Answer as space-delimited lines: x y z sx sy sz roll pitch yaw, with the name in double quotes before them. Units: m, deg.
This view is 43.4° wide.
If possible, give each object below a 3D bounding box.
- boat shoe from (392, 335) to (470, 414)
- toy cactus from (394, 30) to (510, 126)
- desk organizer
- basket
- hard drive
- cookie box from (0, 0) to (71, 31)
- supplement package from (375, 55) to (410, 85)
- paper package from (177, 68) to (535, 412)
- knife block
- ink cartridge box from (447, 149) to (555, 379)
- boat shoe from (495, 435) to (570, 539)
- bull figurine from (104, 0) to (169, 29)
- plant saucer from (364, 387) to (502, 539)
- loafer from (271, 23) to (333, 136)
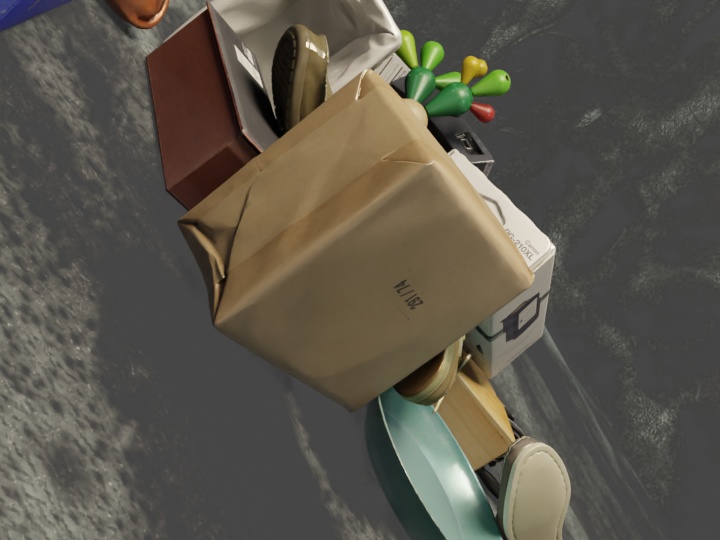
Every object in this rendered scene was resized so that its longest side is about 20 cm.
"boat shoe" 0.067 0.069 0.815 0.063 0.073 0.201 50 17 -15
"toy cactus" 0.054 -0.178 0.962 0.103 0.197 0.167 91 15 -53
"desk organizer" -0.120 -0.127 0.744 0.072 0.076 0.201 45 17 -43
"basket" -0.071 -0.218 0.889 0.136 0.199 0.123 55 7 -5
"hard drive" 0.072 -0.132 1.066 0.042 0.136 0.201 0 38 -31
"cookie box" -0.183 -0.248 0.593 0.075 0.170 0.201 49 15 -18
"supplement package" -0.047 -0.267 1.073 0.114 0.110 0.199 47 11 35
"paper package" 0.002 -0.010 0.663 0.200 0.190 0.104 41 16 -52
"knife block" 0.123 0.170 0.966 0.177 0.064 0.200 60 13 16
"ink cartridge box" 0.113 0.000 0.903 0.145 0.084 0.201 48 -12 25
"boat shoe" 0.157 0.230 0.850 0.060 0.071 0.202 47 -24 55
"bull figurine" -0.225 -0.304 0.764 0.201 0.064 0.122 57 43 -35
"plant saucer" 0.057 0.179 0.770 0.201 0.036 0.201 53 13 -17
"loafer" -0.037 -0.116 0.769 0.202 0.066 0.077 94 -17 -45
